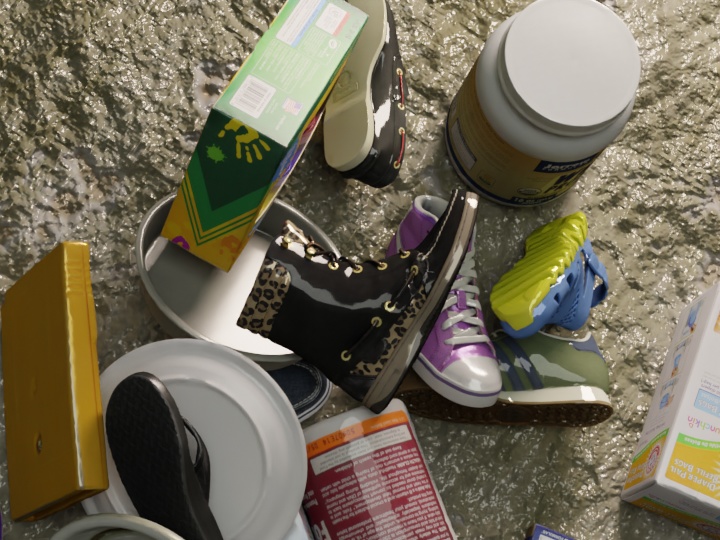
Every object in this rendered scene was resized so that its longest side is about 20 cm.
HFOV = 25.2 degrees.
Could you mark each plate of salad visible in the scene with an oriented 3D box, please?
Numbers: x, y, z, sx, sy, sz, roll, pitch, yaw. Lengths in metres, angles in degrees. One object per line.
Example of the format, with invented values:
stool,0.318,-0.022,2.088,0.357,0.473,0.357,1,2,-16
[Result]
plate of salad,-0.139,0.153,1.321,0.199,0.048,0.201,1,98,10

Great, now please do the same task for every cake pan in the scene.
cake pan,-0.104,0.009,1.412,0.199,0.037,0.201,15,44,-15

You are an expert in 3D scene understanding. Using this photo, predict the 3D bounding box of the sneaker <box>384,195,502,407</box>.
sneaker,0.076,0.017,1.399,0.072,0.115,0.201,-3,45,-28

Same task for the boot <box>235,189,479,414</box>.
boot,0.000,0.000,1.342,0.150,0.073,0.201,26,89,4

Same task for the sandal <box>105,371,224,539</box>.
sandal,-0.147,0.167,1.277,0.048,0.075,0.201,-42,121,-53

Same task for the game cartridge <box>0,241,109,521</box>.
game cartridge,-0.255,0.095,1.331,0.032,0.176,0.201,3,73,-29

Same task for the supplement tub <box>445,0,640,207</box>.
supplement tub,0.164,-0.152,1.460,0.144,0.200,0.145,3,74,-9

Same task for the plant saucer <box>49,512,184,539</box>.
plant saucer,-0.163,0.273,1.275,0.200,0.200,0.050,45,34,5

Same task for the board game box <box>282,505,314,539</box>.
board game box,-0.115,0.305,1.340,0.199,0.043,0.200,-21,79,1

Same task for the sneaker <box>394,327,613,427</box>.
sneaker,0.128,0.088,1.464,0.199,0.067,0.090,4,58,-4

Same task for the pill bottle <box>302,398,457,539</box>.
pill bottle,0.018,0.221,1.374,0.114,0.114,0.201,-18,78,-14

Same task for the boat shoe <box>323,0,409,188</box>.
boat shoe,0.008,-0.171,1.515,0.063,0.073,0.202,29,53,-41

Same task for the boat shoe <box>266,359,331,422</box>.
boat shoe,-0.117,0.106,1.395,0.199,0.091,0.071,-8,76,-12

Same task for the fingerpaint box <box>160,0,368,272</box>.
fingerpaint box,-0.081,-0.125,1.393,0.073,0.167,0.200,29,45,-1

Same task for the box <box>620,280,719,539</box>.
box,0.328,0.131,1.461,0.112,0.101,0.201,24,72,-2

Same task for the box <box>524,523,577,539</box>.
box,0.174,0.338,1.411,0.121,0.032,0.201,22,70,-3

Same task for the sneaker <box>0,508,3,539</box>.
sneaker,-0.323,0.235,1.316,0.069,0.100,0.201,-8,76,-14

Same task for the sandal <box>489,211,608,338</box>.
sandal,0.178,0.017,1.447,0.087,0.079,0.200,61,31,-9
